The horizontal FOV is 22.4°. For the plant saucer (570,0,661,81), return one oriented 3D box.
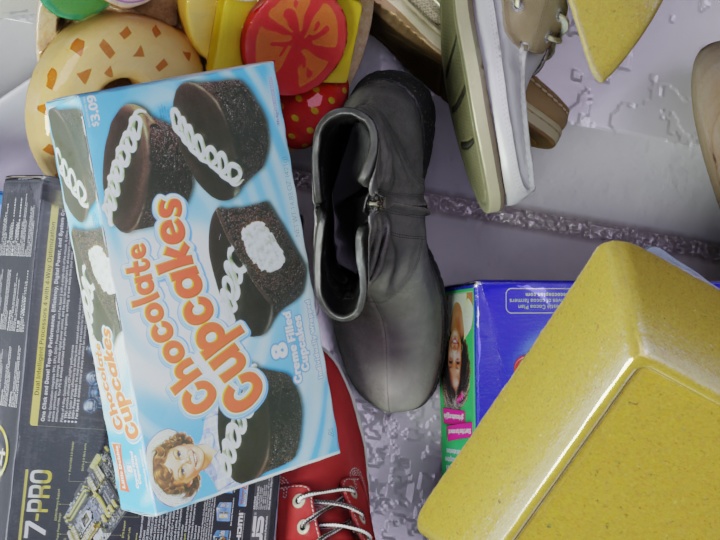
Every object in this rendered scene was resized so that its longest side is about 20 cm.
[{"bbox_3d":[0.121,-0.233,0.948,0.048,0.201,0.201,-13,121,17],"label":"plant saucer"}]

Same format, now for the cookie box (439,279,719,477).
[{"bbox_3d":[0.134,0.108,1.028,0.169,0.075,0.203,1,86,-12],"label":"cookie box"}]

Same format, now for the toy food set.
[{"bbox_3d":[-0.077,-0.130,0.941,0.198,0.049,0.200,-1,116,-29],"label":"toy food set"}]

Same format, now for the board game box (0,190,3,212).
[{"bbox_3d":[-0.213,0.032,0.948,0.198,0.045,0.154,11,85,-11],"label":"board game box"}]

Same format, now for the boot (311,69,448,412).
[{"bbox_3d":[0.000,0.000,0.958,0.067,0.131,0.202,2,110,14],"label":"boot"}]

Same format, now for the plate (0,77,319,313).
[{"bbox_3d":[-0.154,-0.004,1.001,0.199,0.032,0.201,-34,93,-11],"label":"plate"}]

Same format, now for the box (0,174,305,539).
[{"bbox_3d":[-0.110,0.061,0.920,0.160,0.049,0.203,6,87,-39],"label":"box"}]

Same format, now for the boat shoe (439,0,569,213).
[{"bbox_3d":[0.076,-0.133,0.958,0.068,0.075,0.203,-7,85,-7],"label":"boat shoe"}]

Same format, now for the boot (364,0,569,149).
[{"bbox_3d":[0.072,-0.182,1.037,0.200,0.073,0.156,40,80,-2],"label":"boot"}]

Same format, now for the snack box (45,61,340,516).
[{"bbox_3d":[-0.079,0.007,0.890,0.115,0.037,0.202,-15,98,-37],"label":"snack box"}]

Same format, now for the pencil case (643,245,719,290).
[{"bbox_3d":[0.210,0.062,0.964,0.198,0.083,0.091,23,111,-9],"label":"pencil case"}]

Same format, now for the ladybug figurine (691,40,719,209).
[{"bbox_3d":[0.250,-0.042,1.029,0.071,0.135,0.202,-22,87,27],"label":"ladybug figurine"}]

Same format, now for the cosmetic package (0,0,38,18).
[{"bbox_3d":[-0.177,-0.247,0.976,0.086,0.103,0.203,-9,90,-11],"label":"cosmetic package"}]

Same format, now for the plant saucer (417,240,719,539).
[{"bbox_3d":[0.158,0.114,0.920,0.199,0.049,0.201,27,115,-11],"label":"plant saucer"}]

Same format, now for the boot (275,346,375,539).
[{"bbox_3d":[-0.009,0.138,0.956,0.072,0.144,0.203,-8,93,-17],"label":"boot"}]
